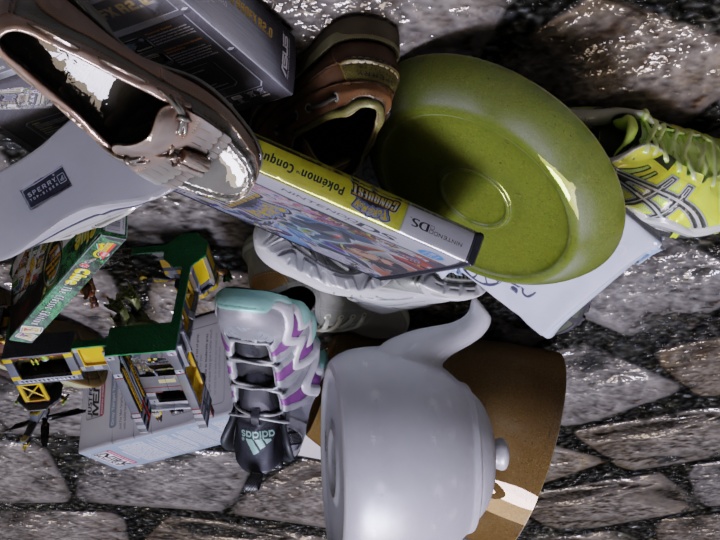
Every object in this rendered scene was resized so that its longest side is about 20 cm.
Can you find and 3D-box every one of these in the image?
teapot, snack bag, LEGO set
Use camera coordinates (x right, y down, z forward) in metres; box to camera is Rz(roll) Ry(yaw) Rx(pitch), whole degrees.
[{"bbox_3d":[0.047,0.156,1.426,0.145,0.199,0.201,-1,145,-8],"label":"teapot"},{"bbox_3d":[0.096,-0.038,1.266,0.200,0.021,0.189,38,147,-3],"label":"snack bag"},{"bbox_3d":[-0.193,0.061,1.426,0.198,0.155,0.116,-11,136,5],"label":"LEGO set"}]

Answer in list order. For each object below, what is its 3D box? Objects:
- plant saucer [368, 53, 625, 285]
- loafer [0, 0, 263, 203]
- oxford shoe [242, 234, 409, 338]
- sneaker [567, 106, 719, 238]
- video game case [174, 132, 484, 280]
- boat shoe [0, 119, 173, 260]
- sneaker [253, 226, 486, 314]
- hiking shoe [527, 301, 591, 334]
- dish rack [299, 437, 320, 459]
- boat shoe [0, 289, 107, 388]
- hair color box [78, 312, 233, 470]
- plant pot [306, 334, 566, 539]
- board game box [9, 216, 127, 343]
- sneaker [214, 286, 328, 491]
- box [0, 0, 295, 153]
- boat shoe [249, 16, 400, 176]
[{"bbox_3d":[0.083,-0.058,1.207,0.199,0.031,0.201,24,144,19],"label":"plant saucer"},{"bbox_3d":[-0.141,-0.096,1.047,0.200,0.063,0.072,38,117,-25],"label":"loafer"},{"bbox_3d":[-0.029,0.027,1.471,0.075,0.058,0.200,-18,150,29],"label":"oxford shoe"},{"bbox_3d":[0.204,-0.073,1.246,0.198,0.076,0.077,3,156,-10],"label":"sneaker"},{"bbox_3d":[-0.031,-0.041,1.224,0.180,0.026,0.200,23,170,-15],"label":"video game case"},{"bbox_3d":[-0.171,-0.062,1.162,0.199,0.072,0.066,-29,179,21],"label":"boat shoe"},{"bbox_3d":[0.000,0.000,1.396,0.199,0.079,0.099,13,155,-23],"label":"sneaker"},{"bbox_3d":[0.136,-0.022,1.371,0.100,0.076,0.201,9,145,0],"label":"hiking shoe"},{"bbox_3d":[-0.025,0.145,1.730,0.170,0.044,0.200,14,150,-26],"label":"dish rack"},{"bbox_3d":[-0.303,0.067,1.529,0.064,0.074,0.200,-23,147,29],"label":"boat shoe"},{"bbox_3d":[-0.156,0.104,1.578,0.199,0.100,0.061,-16,151,30],"label":"hair color box"},{"bbox_3d":[0.057,0.133,1.579,0.198,0.188,0.187,17,152,-7],"label":"plant pot"},{"bbox_3d":[-0.213,-0.031,1.291,0.023,0.106,0.200,14,152,-25],"label":"board game box"},{"bbox_3d":[-0.077,0.103,1.405,0.077,0.141,0.200,6,159,18],"label":"sneaker"},{"bbox_3d":[-0.165,-0.140,1.130,0.199,0.049,0.158,-15,150,27],"label":"box"},{"bbox_3d":[-0.031,-0.093,1.207,0.071,0.069,0.200,7,154,-16],"label":"boat shoe"}]
